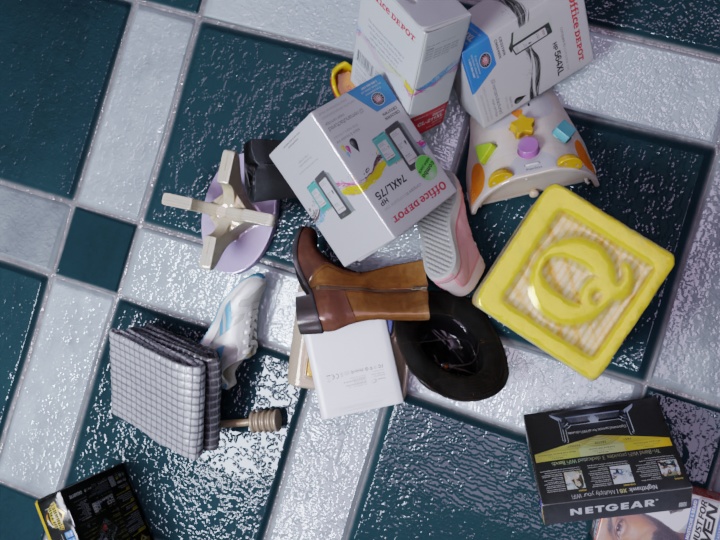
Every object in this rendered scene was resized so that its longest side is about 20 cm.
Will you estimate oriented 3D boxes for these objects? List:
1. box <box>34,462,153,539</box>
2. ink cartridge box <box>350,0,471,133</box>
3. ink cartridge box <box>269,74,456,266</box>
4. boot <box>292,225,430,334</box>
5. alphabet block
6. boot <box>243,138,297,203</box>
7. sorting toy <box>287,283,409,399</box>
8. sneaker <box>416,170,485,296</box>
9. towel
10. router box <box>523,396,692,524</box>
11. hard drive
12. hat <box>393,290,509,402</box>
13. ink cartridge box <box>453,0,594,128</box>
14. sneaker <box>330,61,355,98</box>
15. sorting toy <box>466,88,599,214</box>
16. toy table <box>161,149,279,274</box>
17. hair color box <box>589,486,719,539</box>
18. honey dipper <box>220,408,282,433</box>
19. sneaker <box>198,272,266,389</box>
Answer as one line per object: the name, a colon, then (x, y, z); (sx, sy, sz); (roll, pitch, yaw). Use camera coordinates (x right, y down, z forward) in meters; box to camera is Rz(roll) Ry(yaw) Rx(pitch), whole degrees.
box: (-0.404, 0.400, 1.114); (0.049, 0.200, 0.161); (-24, 84, 6)
ink cartridge box: (0.065, -0.311, 1.008); (0.082, 0.200, 0.146); (-26, 65, -21)
ink cartridge box: (0.003, -0.138, 1.023); (0.147, 0.146, 0.201); (-38, 96, -34)
boot: (0.000, 0.000, 1.075); (0.198, 0.069, 0.189); (-9, 50, 3)
alphabet block: (0.286, 0.016, 1.011); (0.195, 0.200, 0.197); (32, 92, 8)
boot: (-0.076, -0.119, 1.092); (0.066, 0.199, 0.166); (-30, 68, 51)
sorting toy: (-0.015, 0.105, 1.144); (0.198, 0.036, 0.187); (7, 89, 10)
sneaker: (0.142, -0.051, 1.113); (0.075, 0.105, 0.201); (-18, 54, 29)
towel: (-0.304, 0.184, 1.130); (0.199, 0.085, 0.167); (17, 113, 31)
router box: (0.345, 0.268, 1.020); (0.198, 0.158, 0.052); (-10, 128, 10)
hard drive: (-0.017, 0.119, 1.116); (0.131, 0.027, 0.202); (-13, 87, 5)
hat: (0.127, 0.128, 1.090); (0.200, 0.201, 0.081); (35, 136, 9)
ink cartridge box: (0.229, -0.330, 1.048); (0.199, 0.146, 0.084); (-32, 46, 0)
sneaker: (0.013, -0.239, 1.135); (0.073, 0.077, 0.200); (-39, 84, 4)
sorting toy: (0.247, -0.204, 1.097); (0.198, 0.107, 0.181); (-12, 66, 9)
toy table: (-0.210, -0.095, 1.146); (0.182, 0.117, 0.202); (0, 89, 10)
hair color box: (0.449, 0.366, 1.041); (0.199, 0.064, 0.112); (13, 90, 11)
honey dipper: (-0.228, 0.251, 1.174); (0.198, 0.038, 0.038); (-6, 87, 11)
sneaker: (-0.197, 0.096, 1.158); (0.080, 0.076, 0.201); (32, 102, 11)
